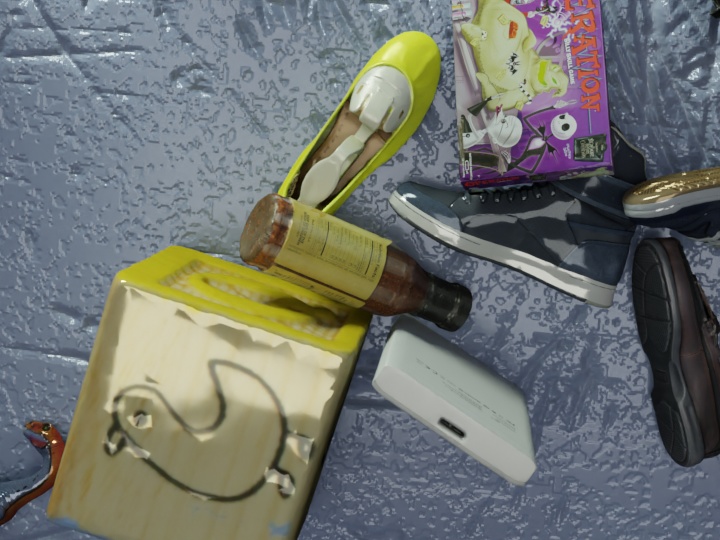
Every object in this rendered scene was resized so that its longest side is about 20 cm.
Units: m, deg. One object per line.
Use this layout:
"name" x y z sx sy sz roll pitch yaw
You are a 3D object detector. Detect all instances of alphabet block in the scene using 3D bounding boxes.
"alphabet block" -0.114 0.110 0.981 0.195 0.196 0.200 17 100 1

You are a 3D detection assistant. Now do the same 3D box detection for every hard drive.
"hard drive" 0.076 0.096 0.958 0.132 0.200 0.027 34 100 0

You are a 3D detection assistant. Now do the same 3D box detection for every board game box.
"board game box" 0.133 -0.167 0.956 0.120 0.032 0.200 -5 76 11

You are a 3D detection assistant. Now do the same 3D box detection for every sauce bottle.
"sauce bottle" 0.000 0.000 0.991 0.200 0.066 0.066 24 101 -26

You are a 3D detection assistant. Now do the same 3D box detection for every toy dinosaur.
"toy dinosaur" -0.345 0.210 1.096 0.181 0.105 0.200 -13 135 -6

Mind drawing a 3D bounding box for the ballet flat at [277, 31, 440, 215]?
"ballet flat" -0.002 -0.111 1.001 0.067 0.067 0.200 39 100 1

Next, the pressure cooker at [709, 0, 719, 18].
"pressure cooker" 0.356 -0.219 0.899 0.179 0.176 0.200 -37 93 19

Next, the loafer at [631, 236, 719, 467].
"loafer" 0.274 0.063 1.011 0.063 0.072 0.200 -15 103 -13

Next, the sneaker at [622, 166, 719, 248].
"sneaker" 0.298 -0.027 0.958 0.200 0.070 0.109 -11 103 -23

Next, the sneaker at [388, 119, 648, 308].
"sneaker" 0.137 -0.072 0.987 0.202 0.077 0.146 21 104 -1
